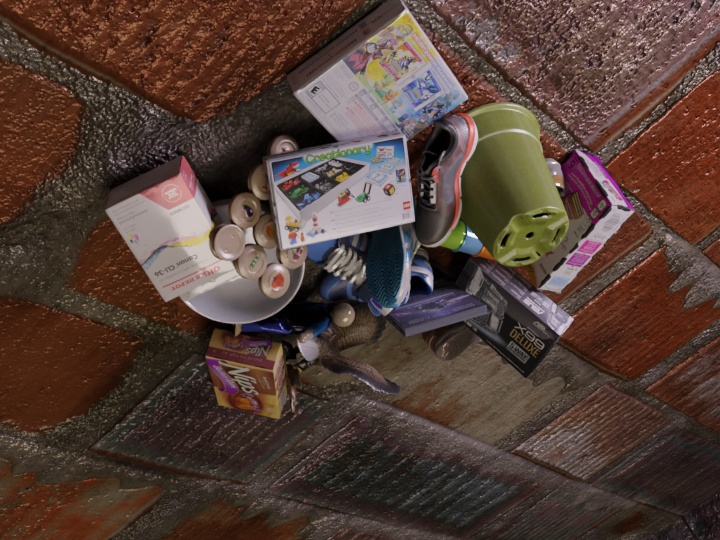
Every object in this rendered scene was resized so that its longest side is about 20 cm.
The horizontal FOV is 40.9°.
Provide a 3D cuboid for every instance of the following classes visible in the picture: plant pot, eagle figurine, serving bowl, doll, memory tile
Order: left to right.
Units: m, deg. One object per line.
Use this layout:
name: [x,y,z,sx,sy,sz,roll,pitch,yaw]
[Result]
serving bowl: [-0.181,-0.022,1.422,0.198,0.066,0.202,-2,120,-4]
memory tile: [-0.113,-0.075,1.346,0.153,0.017,0.201,42,72,-37]
doll: [-0.106,0.079,1.565,0.198,0.137,0.049,-1,112,-13]
eagle figurine: [-0.034,0.143,1.663,0.198,0.151,0.153,-7,109,-6]
plant pot: [0.218,-0.113,1.452,0.198,0.191,0.201,-15,142,-12]

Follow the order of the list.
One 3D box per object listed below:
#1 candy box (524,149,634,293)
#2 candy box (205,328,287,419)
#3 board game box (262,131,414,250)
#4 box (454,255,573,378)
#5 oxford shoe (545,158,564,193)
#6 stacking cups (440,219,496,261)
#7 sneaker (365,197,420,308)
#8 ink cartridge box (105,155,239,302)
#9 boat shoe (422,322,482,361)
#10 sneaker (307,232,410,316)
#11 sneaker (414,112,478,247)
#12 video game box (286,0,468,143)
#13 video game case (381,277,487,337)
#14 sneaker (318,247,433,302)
candy box: [0.342,-0.079,1.601,0.061,0.137,0.201,9,131,-34]
candy box: [-0.188,0.176,1.622,0.116,0.057,0.201,12,151,5]
board game box: [-0.028,-0.111,1.330,0.198,0.035,0.128,-12,109,-15]
box: [0.251,0.073,1.666,0.050,0.200,0.158,-41,165,-32]
oxford shoe: [0.259,-0.101,1.596,0.075,0.058,0.200,16,130,-45]
stacking cups: [0.175,-0.056,1.578,0.198,0.061,0.061,13,130,-27]
sneaker: [0.057,-0.037,1.454,0.076,0.202,0.081,-13,154,36]
ink cartridge box: [-0.246,-0.040,1.327,0.116,0.068,0.201,-25,119,7]
boat shoe: [0.197,0.095,1.786,0.199,0.072,0.076,-22,131,-35]
sneaker: [0.000,0.000,1.478,0.081,0.147,0.199,-43,151,28]
sneaker: [0.103,-0.131,1.393,0.082,0.077,0.202,-7,114,-49]
video game box: [0.027,-0.248,1.308,0.181,0.047,0.200,-32,142,13]
video game case: [0.109,0.058,1.610,0.142,0.200,0.019,-15,107,-11]
sneaker: [0.030,0.020,1.597,0.198,0.083,0.074,-14,143,-10]
